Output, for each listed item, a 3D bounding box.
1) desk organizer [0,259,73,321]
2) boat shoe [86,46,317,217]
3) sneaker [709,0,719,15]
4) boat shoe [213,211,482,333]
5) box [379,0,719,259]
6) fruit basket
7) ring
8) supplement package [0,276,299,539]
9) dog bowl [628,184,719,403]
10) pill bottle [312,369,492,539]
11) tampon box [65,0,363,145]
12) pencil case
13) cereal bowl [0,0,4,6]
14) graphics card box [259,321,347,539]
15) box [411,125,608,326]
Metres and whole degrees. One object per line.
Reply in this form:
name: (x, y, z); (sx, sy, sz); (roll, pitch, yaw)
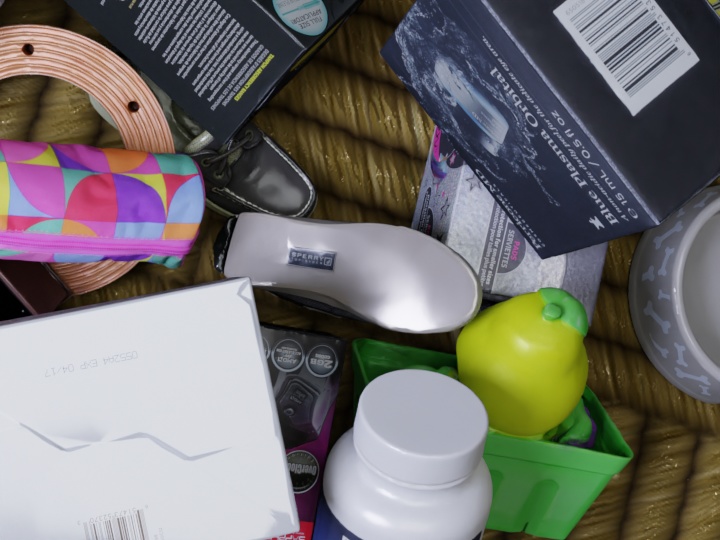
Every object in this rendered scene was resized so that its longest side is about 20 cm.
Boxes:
desk organizer: (-0.298, -0.029, 0.810); (0.072, 0.077, 0.200); (-37, 102, 7)
boat shoe: (-0.118, -0.098, 0.882); (0.201, 0.066, 0.072); (36, 80, -8)
sneaker: (0.276, -0.220, 0.984); (0.200, 0.075, 0.076); (0, 94, -3)
boat shoe: (0.000, 0.000, 0.856); (0.200, 0.093, 0.075); (15, 90, 19)
box: (0.132, -0.124, 0.756); (0.117, 0.200, 0.197); (-39, 92, -11)
fruit basket: (0.100, 0.087, 0.864); (0.215, 0.156, 0.216); (-3, 111, -7)
ring: (-0.233, -0.077, 0.849); (0.200, 0.019, 0.201); (0, 106, -1)
supplement package: (-0.154, 0.098, 0.712); (0.200, 0.111, 0.156); (-11, 92, -10)
dog bowl: (0.330, 0.018, 0.985); (0.200, 0.059, 0.200); (1, 86, -13)
pill bottle: (0.026, 0.167, 0.774); (0.111, 0.111, 0.200); (1, 125, -13)
tampon box: (-0.106, -0.224, 0.834); (0.200, 0.126, 0.150); (43, 47, -7)
pencil case: (-0.201, -0.040, 0.766); (0.200, 0.088, 0.088); (-2, 87, -33)
cereal bowl: (-0.280, -0.226, 0.794); (0.083, 0.200, 0.200); (19, 82, -31)
graphics card box: (-0.089, 0.132, 0.812); (0.125, 0.051, 0.200); (12, 87, -16)
box: (0.121, -0.066, 0.911); (0.132, 0.115, 0.200); (15, 83, -12)
